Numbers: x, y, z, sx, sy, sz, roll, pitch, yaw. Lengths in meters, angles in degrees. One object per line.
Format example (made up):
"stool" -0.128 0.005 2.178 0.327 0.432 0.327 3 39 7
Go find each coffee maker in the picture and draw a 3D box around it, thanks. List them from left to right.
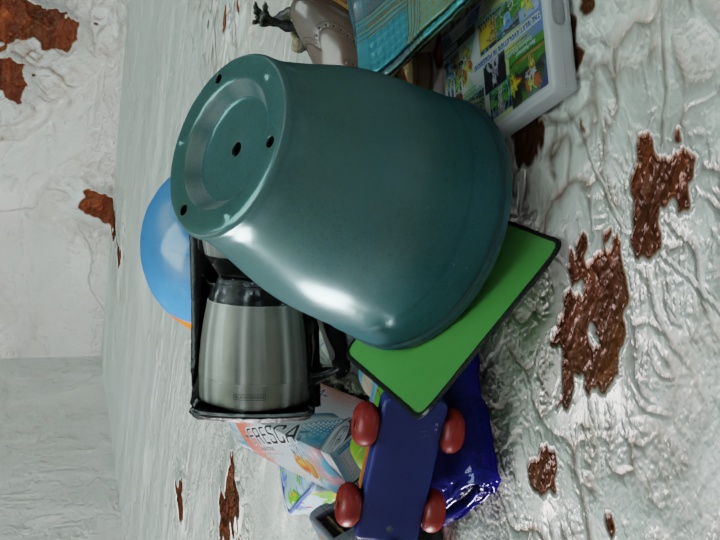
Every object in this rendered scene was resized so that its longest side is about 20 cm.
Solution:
"coffee maker" -0.098 0.015 1.174 0.192 0.134 0.201 -162 72 -65

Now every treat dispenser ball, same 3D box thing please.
"treat dispenser ball" -0.137 -0.026 1.452 0.201 0.200 0.202 179 90 -73

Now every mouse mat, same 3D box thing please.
"mouse mat" 0.064 0.025 1.017 0.161 0.008 0.200 -50 18 -2

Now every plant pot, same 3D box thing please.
"plant pot" -0.025 -0.062 0.977 0.200 0.187 0.201 -23 57 42

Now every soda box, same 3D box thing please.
"soda box" -0.049 0.146 1.251 0.200 0.068 0.064 14 138 53

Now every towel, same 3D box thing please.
"towel" 0.047 -0.246 1.040 0.200 0.022 0.147 -36 56 50
"towel" 0.067 0.103 1.119 0.148 0.049 0.201 132 135 -56

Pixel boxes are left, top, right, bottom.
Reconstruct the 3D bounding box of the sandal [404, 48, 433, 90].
"sandal" 0.002 -0.169 1.273 0.212 0.069 0.078 158 111 -72

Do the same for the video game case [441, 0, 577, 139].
"video game case" 0.104 -0.193 1.016 0.200 0.022 0.183 149 118 -70

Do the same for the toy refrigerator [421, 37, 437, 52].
"toy refrigerator" 0.015 -0.285 1.217 0.201 0.075 0.070 -106 23 -43

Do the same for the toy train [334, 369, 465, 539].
"toy train" 0.016 0.169 1.078 0.116 0.084 0.201 -113 32 -65

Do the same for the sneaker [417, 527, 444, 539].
"sneaker" 0.033 0.218 1.227 0.200 0.073 0.087 -131 21 -62

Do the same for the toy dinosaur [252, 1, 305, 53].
"toy dinosaur" -0.072 -0.272 1.483 0.200 0.088 0.048 158 120 -71

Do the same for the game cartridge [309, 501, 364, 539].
"game cartridge" 0.006 0.288 1.240 0.200 0.041 0.134 167 80 -80

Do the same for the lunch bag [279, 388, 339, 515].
"lunch bag" -0.045 0.149 1.420 0.161 0.082 0.201 124 142 -61

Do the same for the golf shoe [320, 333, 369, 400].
"golf shoe" 0.005 0.082 1.270 0.200 0.097 0.078 26 156 46

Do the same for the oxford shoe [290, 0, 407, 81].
"oxford shoe" -0.003 -0.150 1.130 0.200 0.073 0.071 54 140 1
